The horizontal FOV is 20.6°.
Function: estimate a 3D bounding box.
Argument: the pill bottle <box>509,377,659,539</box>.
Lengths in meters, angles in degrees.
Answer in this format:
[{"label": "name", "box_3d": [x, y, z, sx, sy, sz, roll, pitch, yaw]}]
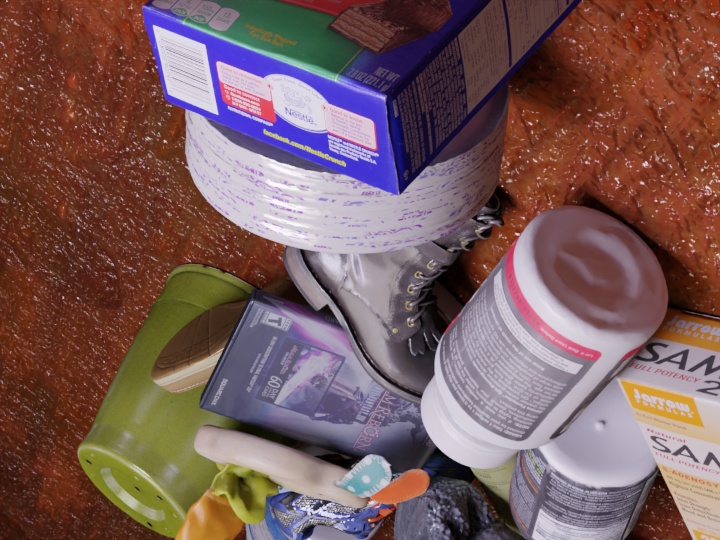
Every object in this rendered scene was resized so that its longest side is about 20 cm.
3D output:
[{"label": "pill bottle", "box_3d": [0.171, 0.158, 1.529, 0.106, 0.106, 0.200, 31, 154, 14]}]

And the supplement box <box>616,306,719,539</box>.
[{"label": "supplement box", "box_3d": [0.274, 0.126, 1.379, 0.126, 0.074, 0.200, 12, 144, 42]}]

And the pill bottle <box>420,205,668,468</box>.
[{"label": "pill bottle", "box_3d": [0.118, 0.054, 1.365, 0.111, 0.111, 0.200, 37, 137, 2]}]

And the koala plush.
[{"label": "koala plush", "box_3d": [0.127, 0.272, 1.668, 0.199, 0.184, 0.178, 12, 145, -14]}]

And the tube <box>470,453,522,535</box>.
[{"label": "tube", "box_3d": [0.134, 0.188, 1.697, 0.200, 0.052, 0.058, 61, -174, -47]}]

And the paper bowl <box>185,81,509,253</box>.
[{"label": "paper bowl", "box_3d": [-0.008, -0.109, 1.215, 0.200, 0.201, 0.105, 26, 133, 23]}]

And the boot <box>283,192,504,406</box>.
[{"label": "boot", "box_3d": [0.048, -0.001, 1.437, 0.200, 0.069, 0.174, 43, 134, -7]}]

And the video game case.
[{"label": "video game case", "box_3d": [-0.018, 0.096, 1.634, 0.199, 0.019, 0.143, 19, 133, -10]}]

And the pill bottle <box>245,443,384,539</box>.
[{"label": "pill bottle", "box_3d": [-0.050, 0.239, 1.941, 0.112, 0.112, 0.200, 38, 155, -1]}]

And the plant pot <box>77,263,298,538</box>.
[{"label": "plant pot", "box_3d": [-0.151, 0.132, 1.802, 0.200, 0.193, 0.201, 30, 153, 17]}]

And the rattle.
[{"label": "rattle", "box_3d": [-0.057, 0.208, 1.653, 0.199, 0.143, 0.130, 17, 153, 23]}]

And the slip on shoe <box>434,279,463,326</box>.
[{"label": "slip on shoe", "box_3d": [0.000, 0.000, 1.541, 0.200, 0.061, 0.076, 47, 153, -18]}]

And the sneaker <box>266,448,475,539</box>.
[{"label": "sneaker", "box_3d": [0.011, 0.197, 1.757, 0.199, 0.075, 0.079, -11, 88, 20]}]

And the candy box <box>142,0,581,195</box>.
[{"label": "candy box", "box_3d": [0.007, -0.154, 1.118, 0.169, 0.200, 0.077, 23, 142, 27]}]

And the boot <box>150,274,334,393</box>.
[{"label": "boot", "box_3d": [-0.064, 0.090, 1.695, 0.199, 0.073, 0.156, -26, 123, 23]}]
